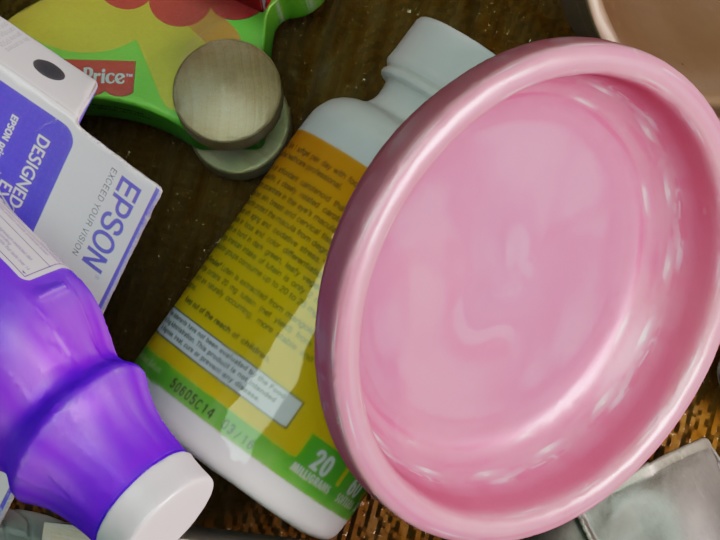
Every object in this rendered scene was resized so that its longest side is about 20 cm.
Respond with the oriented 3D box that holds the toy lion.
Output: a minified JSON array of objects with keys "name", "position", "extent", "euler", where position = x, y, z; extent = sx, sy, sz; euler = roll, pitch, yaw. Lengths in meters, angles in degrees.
[{"name":"toy lion","position":[-0.099,-0.142,0.959],"extent":[0.198,0.069,0.194],"euler":[1,77,5]}]

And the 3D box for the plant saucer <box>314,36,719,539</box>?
[{"name":"plant saucer","position":[0.061,0.005,0.848],"extent":[0.051,0.200,0.201],"euler":[30,85,49]}]

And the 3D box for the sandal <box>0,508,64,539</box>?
[{"name":"sandal","position":[-0.206,0.146,0.914],"extent":[0.201,0.083,0.050],"euler":[-10,127,-25]}]

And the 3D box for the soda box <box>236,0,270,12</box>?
[{"name":"soda box","position":[-0.114,-0.186,0.916],"extent":[0.199,0.064,0.070],"euler":[26,73,14]}]

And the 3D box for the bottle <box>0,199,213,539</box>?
[{"name":"bottle","position":[-0.138,0.027,0.821],"extent":[0.200,0.065,0.084],"euler":[42,126,18]}]

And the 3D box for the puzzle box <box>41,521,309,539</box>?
[{"name":"puzzle box","position":[-0.009,0.122,0.858],"extent":[0.198,0.133,0.026],"euler":[4,84,23]}]

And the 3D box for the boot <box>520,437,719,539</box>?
[{"name":"boot","position":[0.114,0.196,0.900],"extent":[0.181,0.073,0.201],"euler":[-31,85,-2]}]

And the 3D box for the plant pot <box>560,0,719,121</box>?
[{"name":"plant pot","position":[0.149,-0.162,0.904],"extent":[0.199,0.093,0.203],"euler":[-9,111,-26]}]

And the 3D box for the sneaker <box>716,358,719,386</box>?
[{"name":"sneaker","position":[0.252,0.048,0.916],"extent":[0.198,0.073,0.085],"euler":[15,58,9]}]

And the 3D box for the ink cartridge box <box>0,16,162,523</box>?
[{"name":"ink cartridge box","position":[-0.188,-0.022,0.908],"extent":[0.199,0.043,0.199],"euler":[36,123,7]}]

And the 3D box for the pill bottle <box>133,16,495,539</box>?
[{"name":"pill bottle","position":[0.000,0.000,0.907],"extent":[0.111,0.111,0.201],"euler":[35,88,7]}]
